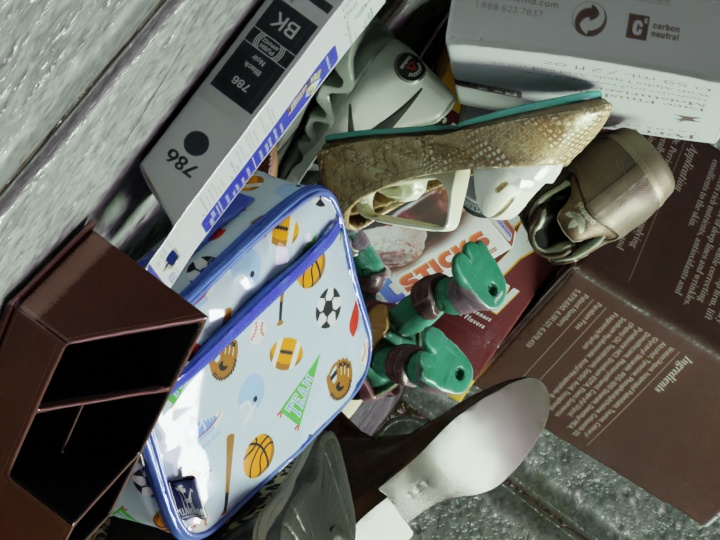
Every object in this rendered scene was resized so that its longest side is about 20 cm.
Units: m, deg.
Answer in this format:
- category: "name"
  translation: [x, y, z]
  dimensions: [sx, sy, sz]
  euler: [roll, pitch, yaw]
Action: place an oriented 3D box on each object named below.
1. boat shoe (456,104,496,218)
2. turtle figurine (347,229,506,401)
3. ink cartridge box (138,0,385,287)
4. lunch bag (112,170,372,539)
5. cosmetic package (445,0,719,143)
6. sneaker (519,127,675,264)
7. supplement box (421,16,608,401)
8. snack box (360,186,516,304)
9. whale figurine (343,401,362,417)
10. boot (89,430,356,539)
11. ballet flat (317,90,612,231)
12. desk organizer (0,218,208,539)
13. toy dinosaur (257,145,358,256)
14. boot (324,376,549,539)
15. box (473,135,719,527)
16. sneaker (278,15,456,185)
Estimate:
- category: "boat shoe"
  translation: [0.096, -0.127, 1.819]
  dimensions: [0.057, 0.068, 0.201]
  euler: [108, 1, -78]
- category: "turtle figurine"
  translation: [-0.004, 0.038, 1.853]
  dimensions: [0.200, 0.101, 0.150]
  euler: [-7, -111, 45]
- category: "ink cartridge box"
  translation: [-0.060, -0.082, 1.515]
  dimensions: [0.200, 0.039, 0.099]
  euler: [-54, 174, -6]
- category: "lunch bag"
  translation: [-0.080, 0.045, 1.637]
  dimensions: [0.200, 0.075, 0.161]
  euler: [-44, 137, -36]
- category: "cosmetic package"
  translation: [0.143, -0.177, 1.679]
  dimensions: [0.200, 0.164, 0.166]
  euler: [58, 41, -82]
- category: "sneaker"
  translation: [0.122, -0.040, 1.784]
  dimensions: [0.075, 0.071, 0.200]
  euler: [-36, 180, -14]
- category: "supplement box"
  translation: [0.074, -0.059, 1.995]
  dimensions: [0.200, 0.133, 0.197]
  euler: [-57, -174, 25]
- category: "snack box"
  translation: [0.000, 0.000, 1.903]
  dimensions: [0.200, 0.072, 0.024]
  euler: [-31, -159, 26]
- category: "whale figurine"
  translation: [-0.041, 0.033, 2.115]
  dimensions: [0.159, 0.104, 0.200]
  euler: [-56, -162, 15]
- category: "boot"
  translation: [-0.087, 0.155, 1.732]
  dimensions: [0.150, 0.073, 0.200]
  euler: [-13, -167, 13]
- category: "ballet flat"
  translation: [0.062, -0.057, 1.681]
  dimensions: [0.200, 0.066, 0.070]
  euler: [-9, 177, 41]
- category: "desk organizer"
  translation: [-0.151, 0.072, 1.504]
  dimensions: [0.072, 0.077, 0.200]
  euler: [-48, 172, -39]
- category: "toy dinosaur"
  translation: [-0.089, 0.009, 1.777]
  dimensions: [0.181, 0.200, 0.105]
  euler: [-32, -147, 7]
- category: "boot"
  translation: [0.003, 0.101, 1.945]
  dimensions: [0.186, 0.064, 0.200]
  euler: [-35, -148, -17]
- category: "box"
  translation: [0.213, 0.032, 1.999]
  dimensions: [0.164, 0.200, 0.166]
  euler: [-51, -171, 50]
- category: "sneaker"
  translation: [0.007, -0.072, 1.839]
  dimensions: [0.074, 0.088, 0.200]
  euler: [-52, 175, -26]
